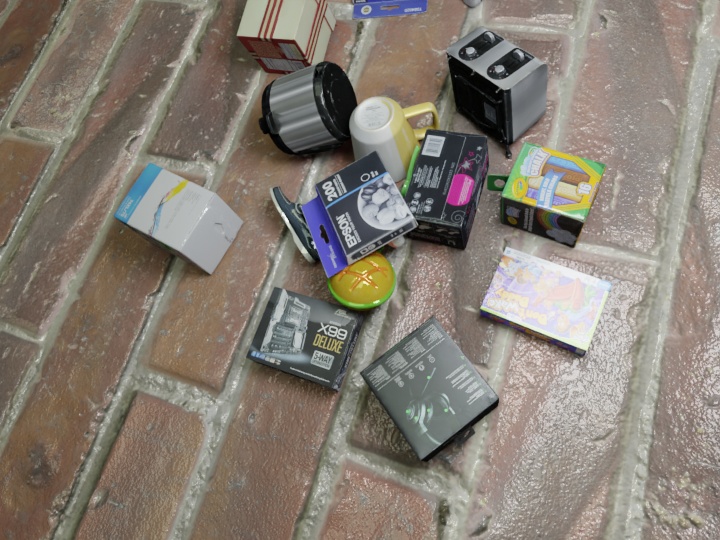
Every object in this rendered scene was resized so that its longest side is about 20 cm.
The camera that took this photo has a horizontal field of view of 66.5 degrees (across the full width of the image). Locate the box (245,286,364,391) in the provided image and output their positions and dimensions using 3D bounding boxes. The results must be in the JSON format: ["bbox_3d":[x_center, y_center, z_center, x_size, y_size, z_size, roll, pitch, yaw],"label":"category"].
[{"bbox_3d":[-0.110,0.135,1.104,0.198,0.050,0.159,15,74,19],"label":"box"}]

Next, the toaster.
[{"bbox_3d":[0.280,-0.371,1.128,0.118,0.200,0.181,-38,58,-5],"label":"toaster"}]

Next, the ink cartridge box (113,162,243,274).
[{"bbox_3d":[-0.397,-0.113,1.218,0.199,0.147,0.147,24,77,22],"label":"ink cartridge box"}]

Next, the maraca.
[{"bbox_3d":[0.000,0.000,1.100,0.136,0.108,0.201,-3,44,-5],"label":"maraca"}]

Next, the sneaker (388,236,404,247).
[{"bbox_3d":[0.002,-0.101,1.151,0.105,0.075,0.201,-45,68,17],"label":"sneaker"}]

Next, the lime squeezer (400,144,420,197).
[{"bbox_3d":[0.065,-0.173,1.165,0.199,0.071,0.038,-35,23,29],"label":"lime squeezer"}]

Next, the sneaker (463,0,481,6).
[{"bbox_3d":[0.266,-0.734,1.323,0.113,0.076,0.201,-29,71,1],"label":"sneaker"}]

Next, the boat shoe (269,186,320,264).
[{"bbox_3d":[-0.132,-0.108,1.188,0.062,0.075,0.201,-33,67,2],"label":"boat shoe"}]

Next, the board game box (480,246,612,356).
[{"bbox_3d":[0.341,0.055,1.021,0.199,0.045,0.135,21,76,20],"label":"board game box"}]

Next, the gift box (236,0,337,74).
[{"bbox_3d":[-0.157,-0.592,1.325,0.198,0.185,0.188,11,82,14],"label":"gift box"}]

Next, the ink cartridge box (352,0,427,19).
[{"bbox_3d":[0.079,-0.735,1.387,0.198,0.041,0.202,1,71,15],"label":"ink cartridge box"}]

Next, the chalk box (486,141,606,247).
[{"bbox_3d":[0.343,-0.151,1.055,0.199,0.125,0.125,23,77,20],"label":"chalk box"}]

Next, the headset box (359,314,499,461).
[{"bbox_3d":[0.129,0.218,0.988,0.174,0.093,0.200,-38,66,-2],"label":"headset box"}]

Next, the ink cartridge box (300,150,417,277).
[{"bbox_3d":[-0.015,-0.114,1.070,0.199,0.043,0.199,-30,56,8],"label":"ink cartridge box"}]

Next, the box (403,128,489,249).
[{"bbox_3d":[0.172,-0.164,1.109,0.131,0.115,0.202,13,73,20],"label":"box"}]

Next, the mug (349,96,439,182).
[{"bbox_3d":[0.056,-0.300,1.169,0.149,0.153,0.187,39,83,24],"label":"mug"}]

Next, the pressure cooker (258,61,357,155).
[{"bbox_3d":[-0.122,-0.351,1.217,0.198,0.176,0.180,-9,67,27],"label":"pressure cooker"}]
